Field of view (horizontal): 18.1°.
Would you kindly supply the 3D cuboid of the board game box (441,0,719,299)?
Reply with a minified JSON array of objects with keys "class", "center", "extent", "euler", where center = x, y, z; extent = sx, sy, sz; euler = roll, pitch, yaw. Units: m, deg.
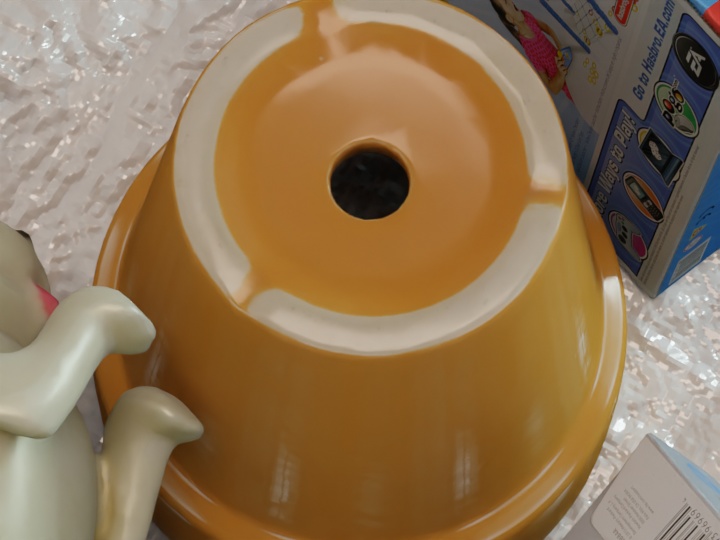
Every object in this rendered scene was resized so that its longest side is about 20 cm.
[{"class":"board game box","center":[0.078,-0.112,0.815],"extent":[0.056,0.200,0.196],"euler":[-35,74,-15]}]

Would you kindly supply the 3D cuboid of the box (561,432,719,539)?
[{"class":"box","center":[0.069,0.171,0.680],"extent":[0.200,0.041,0.156],"euler":[-50,34,8]}]

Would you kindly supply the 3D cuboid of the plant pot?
[{"class":"plant pot","center":[0.000,0.000,0.778],"extent":[0.198,0.183,0.202],"euler":[0,69,-1]}]

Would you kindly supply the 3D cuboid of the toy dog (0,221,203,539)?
[{"class":"toy dog","center":[-0.139,0.070,0.708],"extent":[0.193,0.140,0.201],"euler":[-21,58,15]}]
